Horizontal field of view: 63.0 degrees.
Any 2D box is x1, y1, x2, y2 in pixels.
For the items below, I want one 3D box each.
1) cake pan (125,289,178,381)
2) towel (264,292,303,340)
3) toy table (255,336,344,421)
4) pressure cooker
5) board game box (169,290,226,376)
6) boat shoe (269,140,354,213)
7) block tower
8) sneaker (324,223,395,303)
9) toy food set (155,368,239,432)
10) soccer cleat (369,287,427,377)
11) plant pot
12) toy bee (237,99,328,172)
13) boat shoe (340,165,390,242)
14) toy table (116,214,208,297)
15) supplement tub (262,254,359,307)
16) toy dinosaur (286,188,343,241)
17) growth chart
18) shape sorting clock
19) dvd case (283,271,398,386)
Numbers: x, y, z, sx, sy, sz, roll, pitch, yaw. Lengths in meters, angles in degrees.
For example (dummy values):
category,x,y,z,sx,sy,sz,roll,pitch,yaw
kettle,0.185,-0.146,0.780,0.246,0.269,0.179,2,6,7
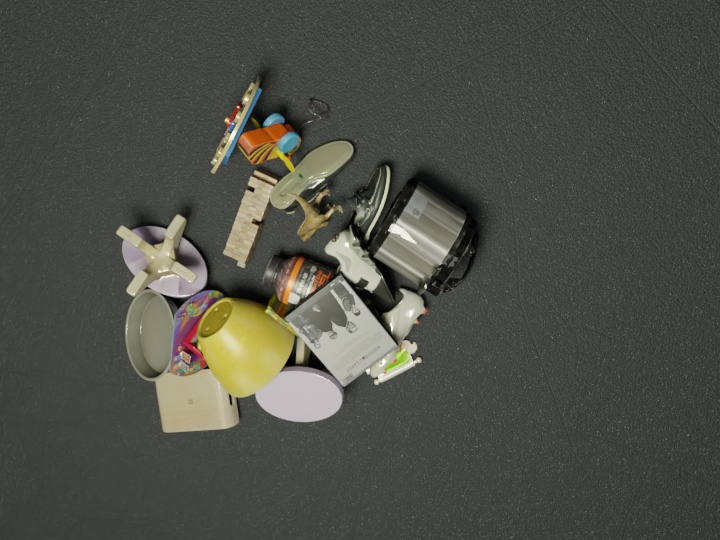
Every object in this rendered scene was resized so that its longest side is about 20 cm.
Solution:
category,x,y,z,sx,sy,sz,roll,pitch,yaw
cake pan,-0.461,0.143,1.321,0.197,0.036,0.205,0,90,38
towel,-0.113,0.122,1.258,0.199,0.086,0.018,37,112,-9
toy table,-0.122,0.249,1.304,0.196,0.117,0.187,6,114,10
pressure cooker,0.132,-0.057,1.144,0.198,0.179,0.178,31,107,-2
board game box,-0.339,0.145,1.287,0.038,0.157,0.204,23,112,27
boat shoe,-0.093,-0.190,1.202,0.199,0.068,0.072,-37,62,6
block tower,-0.231,-0.111,1.245,0.057,0.054,0.203,23,109,1
sneaker,0.000,0.000,1.200,0.087,0.075,0.201,-28,120,17
toy food set,-0.395,0.303,1.407,0.196,0.060,0.147,-6,95,9
soccer cleat,0.066,0.133,1.261,0.077,0.069,0.202,32,90,-3
plant pot,-0.257,0.139,1.231,0.198,0.202,0.142,-31,126,16
toy bee,-0.153,-0.247,1.156,0.133,0.197,0.109,68,152,23
boat shoe,0.000,-0.125,1.193,0.065,0.075,0.202,14,120,-19
toy table,-0.420,-0.025,1.236,0.197,0.117,0.187,21,79,-3
supplement tub,-0.105,0.036,1.246,0.197,0.107,0.109,21,110,1
toy dinosaur,-0.089,-0.111,1.173,0.101,0.201,0.058,-41,74,-15
growth chart,0.033,0.159,1.313,0.144,0.018,0.201,-37,100,16
shape sorting clock,-0.240,-0.278,1.118,0.039,0.201,0.202,26,110,-15
dvd case,-0.038,0.123,1.196,0.149,0.025,0.201,-36,108,10
